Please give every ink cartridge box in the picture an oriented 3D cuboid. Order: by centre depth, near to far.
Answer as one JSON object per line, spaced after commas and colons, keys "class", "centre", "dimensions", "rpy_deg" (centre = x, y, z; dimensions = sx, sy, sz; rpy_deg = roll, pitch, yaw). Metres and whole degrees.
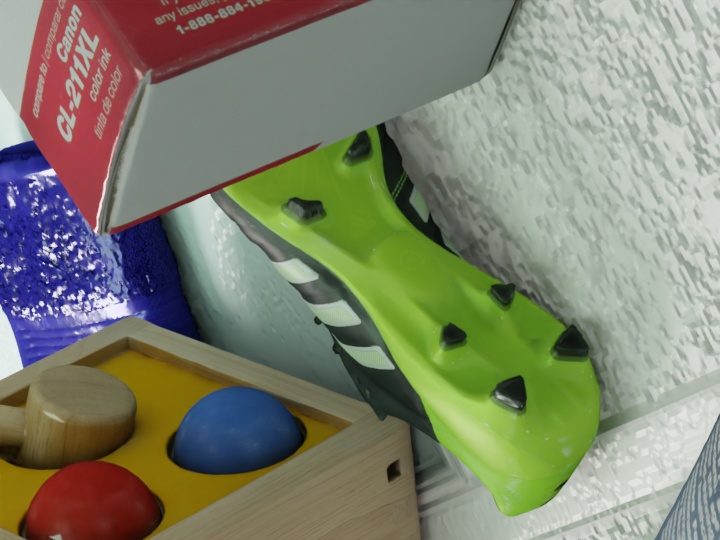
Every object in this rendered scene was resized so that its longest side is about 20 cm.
{"class": "ink cartridge box", "centre": [-0.062, -0.130, 0.843], "dimensions": [0.200, 0.145, 0.083], "rpy_deg": [55, 151, 21]}

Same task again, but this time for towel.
{"class": "towel", "centre": [-0.109, 0.040, 1.191], "dimensions": [0.147, 0.049, 0.201], "rpy_deg": [-5, 107, 64]}

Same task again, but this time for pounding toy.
{"class": "pounding toy", "centre": [-0.112, 0.089, 1.037], "dimensions": [0.199, 0.184, 0.143], "rpy_deg": [18, 124, 41]}

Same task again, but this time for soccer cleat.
{"class": "soccer cleat", "centre": [0.000, 0.000, 0.925], "dimensions": [0.200, 0.067, 0.081], "rpy_deg": [48, 152, 22]}

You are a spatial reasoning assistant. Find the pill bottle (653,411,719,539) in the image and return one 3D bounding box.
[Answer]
{"class": "pill bottle", "centre": [0.137, 0.055, 0.653], "dimensions": [0.120, 0.119, 0.200], "rpy_deg": [53, 152, 24]}
